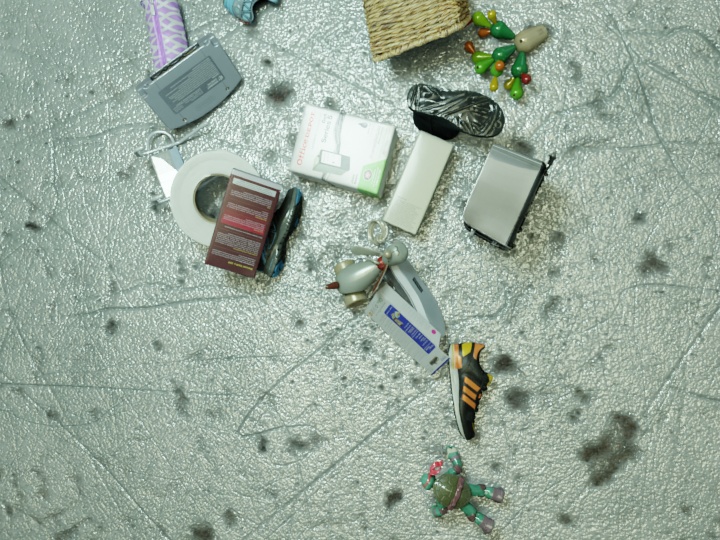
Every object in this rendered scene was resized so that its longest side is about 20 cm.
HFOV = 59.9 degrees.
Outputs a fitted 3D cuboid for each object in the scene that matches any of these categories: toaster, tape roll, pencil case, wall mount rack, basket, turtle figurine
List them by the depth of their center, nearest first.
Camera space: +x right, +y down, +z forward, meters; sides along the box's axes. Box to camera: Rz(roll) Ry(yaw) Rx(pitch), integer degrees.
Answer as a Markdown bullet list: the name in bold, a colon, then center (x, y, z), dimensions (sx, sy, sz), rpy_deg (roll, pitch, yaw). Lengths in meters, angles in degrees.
- **toaster**: center (0.282, -0.145, 1.226), dimensions (0.118, 0.181, 0.202), rpy_deg (25, 95, 8)
- **basket**: center (0.121, -0.494, 1.256), dimensions (0.198, 0.142, 0.151), rpy_deg (-14, 82, 25)
- **turtle figurine**: center (0.190, 0.455, 1.290), dimensions (0.198, 0.101, 0.151), rpy_deg (26, 94, 1)
- **tape roll**: center (-0.301, -0.155, 1.328), dimensions (0.200, 0.071, 0.205), rpy_deg (-3, 102, -12)
- **pencil case**: center (-0.425, -0.503, 1.372), dimensions (0.083, 0.085, 0.203), rpy_deg (-12, 90, 3)
- **wall mount rack**: center (-0.393, -0.233, 1.377), dimensions (0.172, 0.075, 0.202), rpy_deg (-22, 89, -11)

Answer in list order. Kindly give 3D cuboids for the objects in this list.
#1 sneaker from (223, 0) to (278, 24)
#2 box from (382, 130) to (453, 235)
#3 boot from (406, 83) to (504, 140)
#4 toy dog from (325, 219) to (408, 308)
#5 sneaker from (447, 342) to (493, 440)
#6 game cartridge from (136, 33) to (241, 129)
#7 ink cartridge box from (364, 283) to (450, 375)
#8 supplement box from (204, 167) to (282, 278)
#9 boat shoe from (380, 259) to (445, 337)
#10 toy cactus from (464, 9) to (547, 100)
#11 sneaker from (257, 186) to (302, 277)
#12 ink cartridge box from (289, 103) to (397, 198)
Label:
- **sneaker**: center (-0.203, -0.622, 1.354), dimensions (0.095, 0.079, 0.200), rpy_deg (42, 104, -4)
- **box**: center (0.120, -0.180, 1.305), dimensions (0.081, 0.068, 0.202), rpy_deg (25, 93, 7)
- **boot**: center (0.190, -0.302, 1.243), dimensions (0.198, 0.168, 0.077), rpy_deg (19, 93, 12)
- **toy dog**: center (0.000, 0.000, 1.275), dimensions (0.132, 0.096, 0.201), rpy_deg (50, 126, 26)
- **sneaker**: center (0.233, 0.248, 1.291), dimensions (0.089, 0.070, 0.203), rpy_deg (-8, 87, 11)
- **game cartridge**: center (-0.361, -0.398, 1.342), dimensions (0.199, 0.134, 0.041), rpy_deg (-35, 48, -1)
- **ink cartridge box**: center (0.101, 0.123, 1.296), dimensions (0.200, 0.095, 0.037), rpy_deg (45, 55, 9)
- **supplement box**: center (-0.241, -0.097, 1.286), dimensions (0.108, 0.061, 0.202), rpy_deg (17, 97, -14)
- **boat shoe**: center (0.105, 0.062, 1.314), dimensions (0.066, 0.070, 0.201), rpy_deg (-29, 99, 36)
- **toy cactus**: center (0.303, -0.457, 1.273), dimensions (0.164, 0.102, 0.202), rpy_deg (-28, 77, -3)
- **sneaker**: center (-0.186, -0.090, 1.348), dimensions (0.081, 0.073, 0.202), rpy_deg (22, 93, 9)
- **ink cartridge box**: center (-0.035, -0.251, 1.318), dimensions (0.197, 0.084, 0.147), rpy_deg (15, 93, 8)
